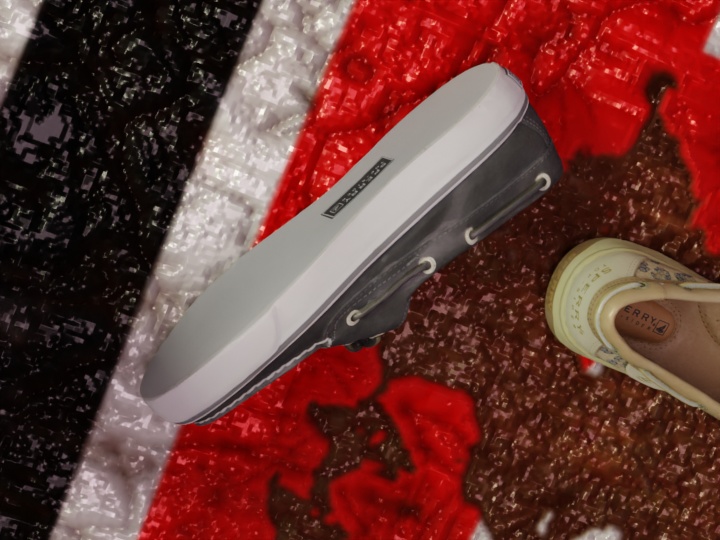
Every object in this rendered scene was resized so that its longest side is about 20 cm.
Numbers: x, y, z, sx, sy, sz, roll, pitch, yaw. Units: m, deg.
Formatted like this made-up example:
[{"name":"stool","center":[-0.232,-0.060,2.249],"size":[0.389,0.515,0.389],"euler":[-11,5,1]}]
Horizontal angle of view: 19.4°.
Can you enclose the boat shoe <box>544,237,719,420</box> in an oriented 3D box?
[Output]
[{"name":"boat shoe","center":[0.176,0.043,0.912],"size":[0.200,0.063,0.073],"euler":[15,99,-19]}]

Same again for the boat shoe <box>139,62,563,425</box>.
[{"name":"boat shoe","center":[0.000,0.000,0.853],"size":[0.200,0.069,0.057],"euler":[-42,111,-4]}]
